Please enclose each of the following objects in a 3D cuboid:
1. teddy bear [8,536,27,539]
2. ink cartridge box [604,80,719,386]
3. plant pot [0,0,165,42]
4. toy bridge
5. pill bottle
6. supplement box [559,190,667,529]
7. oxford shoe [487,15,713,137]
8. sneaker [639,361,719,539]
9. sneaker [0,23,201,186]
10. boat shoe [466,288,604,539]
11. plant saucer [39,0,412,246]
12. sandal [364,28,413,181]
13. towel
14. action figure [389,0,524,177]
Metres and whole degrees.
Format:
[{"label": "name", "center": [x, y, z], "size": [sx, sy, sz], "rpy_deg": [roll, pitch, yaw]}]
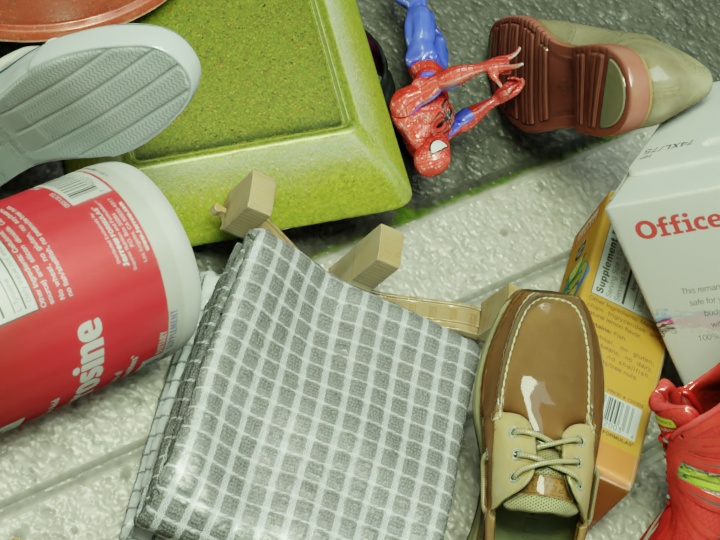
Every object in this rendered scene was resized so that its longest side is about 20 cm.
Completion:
[{"label": "teddy bear", "center": [-0.216, 0.184, 0.924], "size": [0.198, 0.067, 0.146], "rpy_deg": [21, 45, -3]}, {"label": "ink cartridge box", "center": [0.265, -0.003, 1.125], "size": [0.146, 0.146, 0.201], "rpy_deg": [-50, 121, -45]}, {"label": "plant pot", "center": [-0.190, -0.270, 1.080], "size": [0.199, 0.196, 0.202], "rpy_deg": [0, 47, 0]}, {"label": "toy bridge", "center": [0.000, 0.000, 1.115], "size": [0.199, 0.067, 0.027], "rpy_deg": [23, 54, -23]}, {"label": "pill bottle", "center": [-0.191, 0.025, 0.991], "size": [0.199, 0.112, 0.113], "rpy_deg": [-25, 73, -33]}, {"label": "supplement box", "center": [0.145, 0.051, 1.152], "size": [0.068, 0.067, 0.201], "rpy_deg": [26, 53, -4]}, {"label": "oxford shoe", "center": [0.144, -0.121, 1.198], "size": [0.074, 0.071, 0.200], "rpy_deg": [-7, 19, -23]}, {"label": "sneaker", "center": [0.194, 0.098, 1.071], "size": [0.084, 0.201, 0.077], "rpy_deg": [25, 25, -7]}, {"label": "sneaker", "center": [-0.166, -0.100, 1.038], "size": [0.073, 0.199, 0.071], "rpy_deg": [53, 38, -32]}, {"label": "boat shoe", "center": [0.098, 0.113, 1.029], "size": [0.075, 0.074, 0.202], "rpy_deg": [3, 97, -7]}, {"label": "plant saucer", "center": [-0.084, -0.118, 1.133], "size": [0.198, 0.048, 0.201], "rpy_deg": [-10, 64, -11]}, {"label": "sandal", "center": [-0.019, -0.136, 1.204], "size": [0.075, 0.048, 0.202], "rpy_deg": [-10, 66, -28]}, {"label": "towel", "center": [-0.027, 0.089, 1.042], "size": [0.164, 0.086, 0.201], "rpy_deg": [23, 54, -11]}, {"label": "action figure", "center": [0.065, -0.140, 1.198], "size": [0.098, 0.065, 0.201], "rpy_deg": [-13, 48, 19]}]
